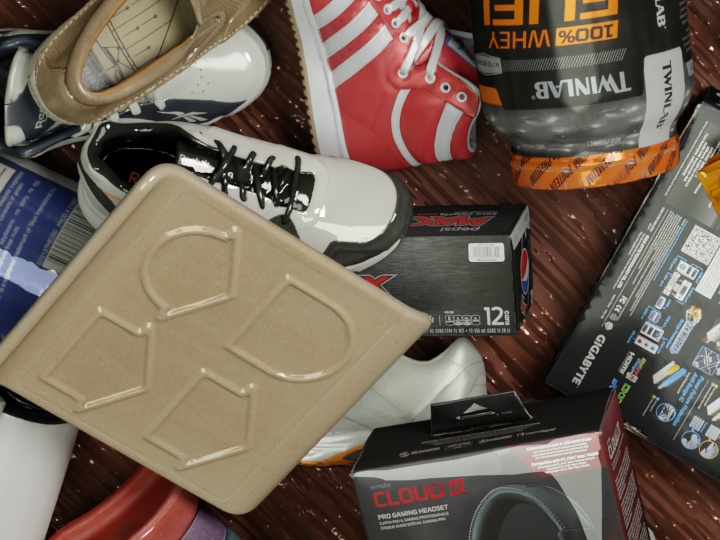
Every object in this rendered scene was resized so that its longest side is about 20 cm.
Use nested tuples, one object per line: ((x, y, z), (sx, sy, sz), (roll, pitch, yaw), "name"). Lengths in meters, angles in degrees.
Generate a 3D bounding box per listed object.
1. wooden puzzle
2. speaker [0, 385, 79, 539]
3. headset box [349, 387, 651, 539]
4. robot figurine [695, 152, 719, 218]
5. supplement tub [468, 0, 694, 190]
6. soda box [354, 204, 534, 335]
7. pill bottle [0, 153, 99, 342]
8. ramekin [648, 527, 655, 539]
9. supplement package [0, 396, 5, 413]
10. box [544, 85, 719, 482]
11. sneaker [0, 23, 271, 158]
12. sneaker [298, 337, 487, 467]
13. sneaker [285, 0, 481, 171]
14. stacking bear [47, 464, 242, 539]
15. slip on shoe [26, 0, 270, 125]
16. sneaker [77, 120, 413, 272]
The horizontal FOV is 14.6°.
((-0.089, 0.036, 1.605), (0.200, 0.046, 0.185), (29, 122, -25), "wooden puzzle")
((-0.237, 0.160, 1.762), (0.081, 0.081, 0.201), (21, 109, 5), "speaker")
((0.088, 0.163, 1.596), (0.148, 0.077, 0.201), (-10, 106, 15), "headset box")
((0.282, 0.004, 1.559), (0.145, 0.058, 0.200), (-28, 98, 31), "robot figurine")
((0.120, -0.152, 1.563), (0.122, 0.123, 0.201), (-6, 101, 14), "supplement tub")
((0.000, 0.000, 1.667), (0.199, 0.071, 0.064), (0, 108, 12), "soda box")
((-0.227, -0.019, 1.689), (0.199, 0.111, 0.111), (25, 110, 4), "pill bottle")
((0.099, 0.208, 1.698), (0.201, 0.094, 0.203), (3, 107, 10), "ramekin")
((-0.354, 0.079, 1.689), (0.200, 0.152, 0.151), (42, 112, 24), "supplement package")
((0.239, 0.027, 1.637), (0.198, 0.050, 0.201), (28, 109, 2), "box")
((-0.159, -0.105, 1.638), (0.198, 0.130, 0.080), (4, 108, 11), "sneaker")
((-0.013, 0.074, 1.703), (0.199, 0.076, 0.092), (2, 85, 15), "sneaker")
((0.018, -0.147, 1.610), (0.112, 0.071, 0.201), (-2, 122, 14), "sneaker")
((-0.092, 0.227, 1.737), (0.121, 0.114, 0.200), (-38, 107, -4), "stacking bear")
((-0.103, -0.156, 1.594), (0.200, 0.061, 0.076), (-38, 102, -21), "slip on shoe")
((-0.069, -0.043, 1.602), (0.199, 0.080, 0.074), (5, 69, 5), "sneaker")
